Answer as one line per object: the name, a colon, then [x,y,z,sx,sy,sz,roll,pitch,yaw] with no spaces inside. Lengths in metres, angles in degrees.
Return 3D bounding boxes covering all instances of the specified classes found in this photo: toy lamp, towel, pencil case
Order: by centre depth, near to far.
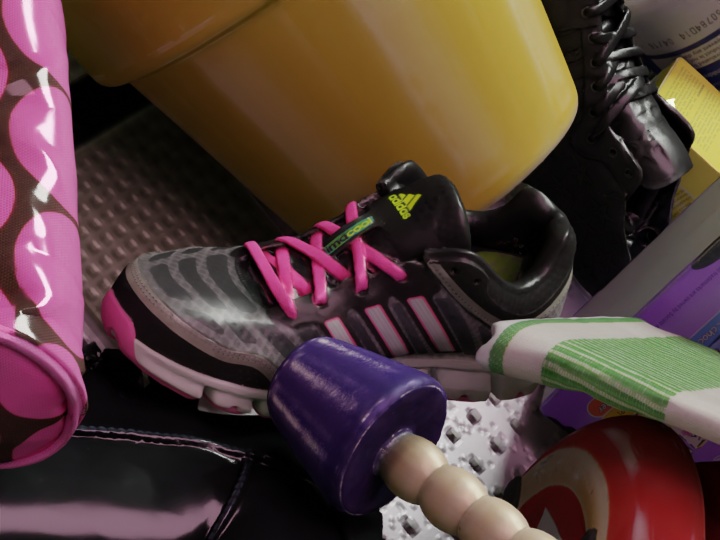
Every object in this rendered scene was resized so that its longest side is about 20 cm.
toy lamp: [0.048,0.087,0.645,0.200,0.058,0.058,35,42,29]
pencil case: [-0.144,-0.033,0.667,0.093,0.091,0.201,7,52,-27]
towel: [0.154,0.060,0.713,0.199,0.024,0.152,23,9,26]

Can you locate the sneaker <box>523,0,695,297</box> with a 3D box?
sneaker: [0.114,-0.076,0.890,0.104,0.200,0.060,38,51,26]

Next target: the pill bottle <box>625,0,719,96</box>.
pill bottle: [0.220,-0.109,1.003,0.200,0.111,0.111,40,47,-26]

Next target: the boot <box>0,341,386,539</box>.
boot: [-0.072,0.102,0.673,0.162,0.074,0.199,13,32,-16]

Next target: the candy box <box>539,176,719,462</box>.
candy box: [0.209,0.054,0.866,0.200,0.168,0.072,39,32,-9]

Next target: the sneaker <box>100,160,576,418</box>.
sneaker: [0.000,0.000,0.736,0.199,0.088,0.074,2,37,-30]

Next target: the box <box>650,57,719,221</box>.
box: [0.201,-0.009,0.967,0.200,0.075,0.050,42,49,-7]

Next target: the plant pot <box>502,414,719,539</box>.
plant pot: [0.135,0.165,0.737,0.182,0.200,0.201,22,53,-15]

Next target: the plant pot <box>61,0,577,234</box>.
plant pot: [-0.012,-0.110,0.817,0.189,0.200,0.201,54,46,-15]
